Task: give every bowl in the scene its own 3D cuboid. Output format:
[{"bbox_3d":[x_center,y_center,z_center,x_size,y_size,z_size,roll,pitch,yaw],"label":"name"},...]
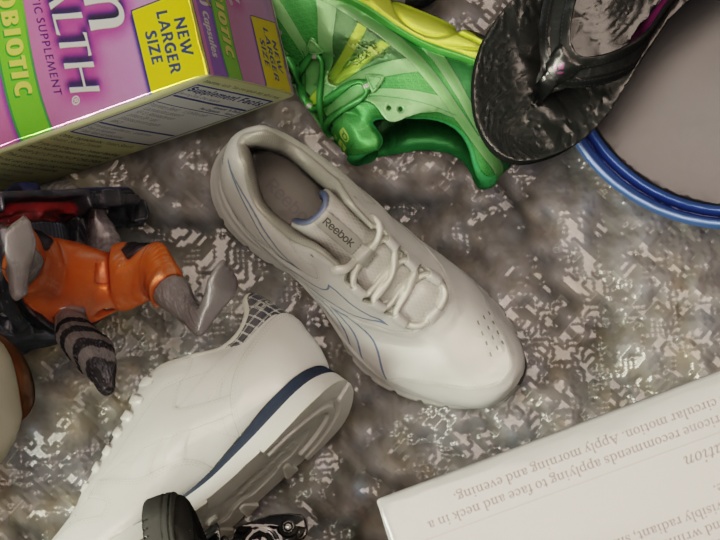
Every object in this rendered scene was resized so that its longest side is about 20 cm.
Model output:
[{"bbox_3d":[0.194,-0.118,1.508,0.199,0.039,0.202,-1,81,3],"label":"bowl"}]

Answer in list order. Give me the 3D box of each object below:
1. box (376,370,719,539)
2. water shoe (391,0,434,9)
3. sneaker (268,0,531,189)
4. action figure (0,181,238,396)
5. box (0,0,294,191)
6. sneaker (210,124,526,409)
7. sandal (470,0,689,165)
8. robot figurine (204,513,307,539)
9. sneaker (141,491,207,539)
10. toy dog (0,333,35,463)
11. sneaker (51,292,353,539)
[{"bbox_3d":[0.124,0.144,1.394,0.198,0.200,0.131,-20,79,0],"label":"box"},{"bbox_3d":[0.047,-0.236,1.518,0.079,0.072,0.201,29,82,13],"label":"water shoe"},{"bbox_3d":[-0.004,-0.101,1.499,0.199,0.074,0.084,21,80,6],"label":"sneaker"},{"bbox_3d":[-0.179,0.008,1.439,0.199,0.193,0.105,-3,91,-27],"label":"action figure"},{"bbox_3d":[-0.157,-0.146,1.470,0.199,0.097,0.177,-17,81,23],"label":"box"},{"bbox_3d":[0.000,0.000,1.478,0.200,0.087,0.075,38,83,6],"label":"sneaker"},{"bbox_3d":[0.129,-0.139,1.464,0.075,0.048,0.201,42,82,3],"label":"sandal"},{"bbox_3d":[-0.066,0.217,1.465,0.200,0.058,0.145,-40,82,-2],"label":"robot figurine"},{"bbox_3d":[-0.029,0.191,1.407,0.104,0.060,0.201,-20,85,4],"label":"sneaker"},{"bbox_3d":[-0.255,0.064,1.355,0.199,0.139,0.195,-7,103,26],"label":"toy dog"},{"bbox_3d":[-0.099,0.100,1.484,0.200,0.076,0.081,-40,70,-7],"label":"sneaker"}]
